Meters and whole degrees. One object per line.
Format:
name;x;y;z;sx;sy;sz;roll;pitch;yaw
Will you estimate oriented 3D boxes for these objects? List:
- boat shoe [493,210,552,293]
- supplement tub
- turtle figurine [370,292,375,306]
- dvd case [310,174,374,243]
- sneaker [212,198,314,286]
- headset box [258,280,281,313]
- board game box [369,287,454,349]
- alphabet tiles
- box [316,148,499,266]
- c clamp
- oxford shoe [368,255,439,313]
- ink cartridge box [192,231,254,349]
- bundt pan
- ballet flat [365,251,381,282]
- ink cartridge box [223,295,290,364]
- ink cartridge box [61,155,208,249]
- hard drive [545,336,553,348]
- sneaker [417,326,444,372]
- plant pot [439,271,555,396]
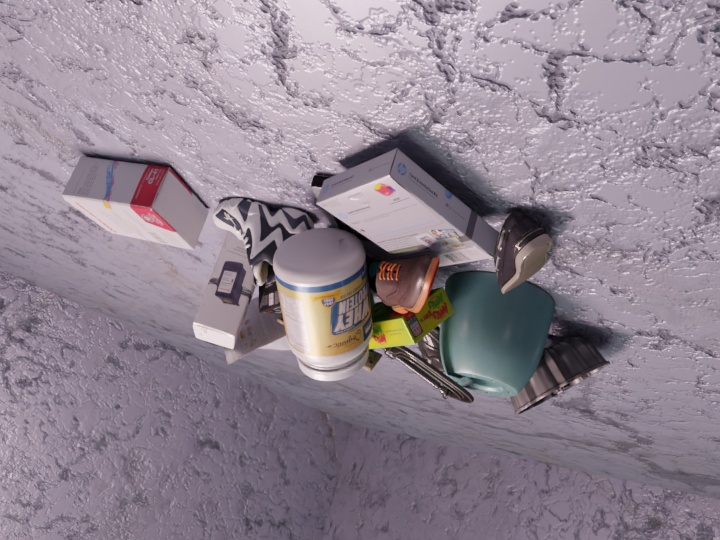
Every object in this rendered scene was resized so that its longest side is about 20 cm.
boat shoe;0.220;-0.024;0.807;0.063;0.072;0.200;57;176;19
supplement tub;-0.054;0.053;0.896;0.141;0.145;0.205;8;123;23
turtle figurine;-0.031;0.097;1.273;0.191;0.201;0.145;-26;108;31
dvd case;0.038;-0.079;0.838;0.195;0.025;0.151;10;158;19
sneaker;-0.182;-0.041;0.964;0.194;0.133;0.080;12;159;16
headset box;-0.081;0.041;1.102;0.195;0.077;0.148;4;168;-29
board game box;0.058;0.086;0.981;0.199;0.101;0.048;-19;102;58
alphabet tiles;-0.056;0.130;1.073;0.196;0.008;0.167;25;-176;8
box;0.061;-0.069;0.752;0.198;0.042;0.154;30;156;-31
c clamp;0.109;0.175;1.016;0.198;0.027;0.171;35;163;5
oxford shoe;0.057;0.017;0.815;0.071;0.073;0.200;25;162;-5
ink cartridge box;-0.251;0.037;1.116;0.082;0.205;0.145;19;160;-7
bundt pan;0.359;0.190;1.073;0.198;0.077;0.203;-24;157;-10
ballet flat;0.000;0.000;1.008;0.196;0.071;0.071;22;153;-23
ink cartridge box;-0.196;0.116;1.213;0.161;0.196;0.048;56;169;51
ink cartridge box;-0.391;-0.118;1.007;0.195;0.088;0.148;12;160;19
hard drive;0.286;0.141;1.189;0.195;0.026;0.133;14;159;11
sneaker;0.153;0.165;1.198;0.199;0.092;0.076;39;-172;15
plant pot;0.224;0.120;0.991;0.195;0.165;0.201;16;160;6
